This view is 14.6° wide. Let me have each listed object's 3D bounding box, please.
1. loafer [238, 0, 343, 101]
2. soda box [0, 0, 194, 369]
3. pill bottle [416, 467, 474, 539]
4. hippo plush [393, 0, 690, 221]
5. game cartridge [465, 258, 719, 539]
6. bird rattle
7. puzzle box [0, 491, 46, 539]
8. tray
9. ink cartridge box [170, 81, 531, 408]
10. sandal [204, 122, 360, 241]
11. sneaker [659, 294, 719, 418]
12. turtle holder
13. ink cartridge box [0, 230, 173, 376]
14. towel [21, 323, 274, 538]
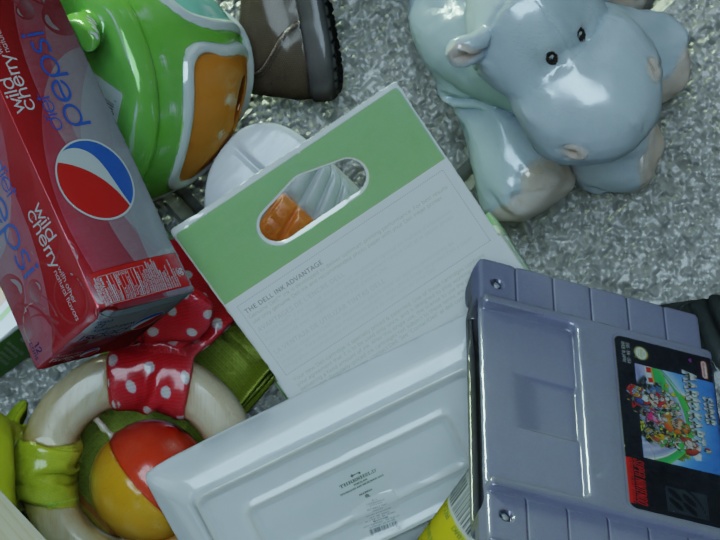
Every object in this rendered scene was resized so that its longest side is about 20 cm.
[{"bbox_3d":[-0.060,-0.188,1.561,0.071,0.073,0.201,-11,78,3],"label":"loafer"},{"bbox_3d":[-0.163,-0.057,1.414,0.063,0.070,0.201,-14,73,-43],"label":"soda box"},{"bbox_3d":[0.062,0.187,1.434,0.114,0.114,0.200,38,106,11],"label":"pill bottle"},{"bbox_3d":[0.105,-0.130,1.470,0.159,0.161,0.200,-37,93,-12],"label":"hippo plush"},{"bbox_3d":[0.116,0.080,1.380,0.129,0.039,0.201,11,40,-9],"label":"game cartridge"},{"bbox_3d":[-0.125,0.089,1.501,0.200,0.113,0.163,-43,96,-7],"label":"bird rattle"},{"bbox_3d":[-0.174,0.204,1.443,0.133,0.200,0.025,44,56,13],"label":"puzzle box"},{"bbox_3d":[-0.002,0.109,1.465,0.199,0.022,0.108,-26,111,2],"label":"tray"},{"bbox_3d":[0.013,0.015,1.471,0.145,0.048,0.200,-33,106,5],"label":"ink cartridge box"},{"bbox_3d":[-0.006,0.006,1.531,0.079,0.059,0.207,-43,99,6],"label":"sandal"},{"bbox_3d":[0.198,0.100,1.479,0.099,0.071,0.201,-21,74,7],"label":"sneaker"},{"bbox_3d":[-0.144,-0.106,1.526,0.185,0.131,0.142,0,101,48],"label":"turtle holder"},{"bbox_3d":[-0.214,-0.001,1.548,0.200,0.059,0.104,-37,76,-2],"label":"ink cartridge box"},{"bbox_3d":[-0.139,0.101,1.543,0.086,0.018,0.200,41,86,11],"label":"towel"}]
